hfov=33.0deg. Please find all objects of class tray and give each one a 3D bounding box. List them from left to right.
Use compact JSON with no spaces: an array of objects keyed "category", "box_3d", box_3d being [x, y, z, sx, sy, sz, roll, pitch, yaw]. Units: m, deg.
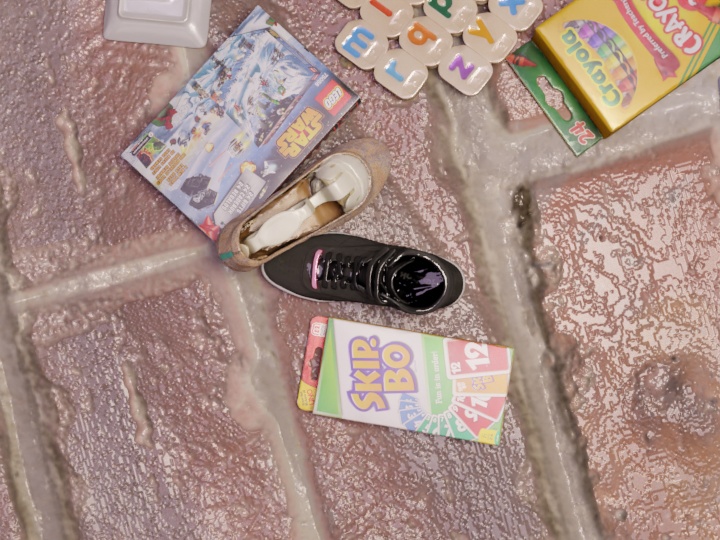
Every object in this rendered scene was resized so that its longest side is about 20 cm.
[{"category":"tray","box_3d":[-0.196,-0.325,1.206,0.107,0.022,0.200,6,88,2]}]

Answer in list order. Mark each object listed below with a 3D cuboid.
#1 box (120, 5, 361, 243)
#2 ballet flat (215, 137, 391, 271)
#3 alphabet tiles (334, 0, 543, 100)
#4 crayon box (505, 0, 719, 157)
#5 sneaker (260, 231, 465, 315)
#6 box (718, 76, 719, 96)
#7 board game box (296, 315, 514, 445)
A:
[{"category":"box","box_3d":[-0.115,-0.138,1.184,0.137,0.040,0.200,43,90,5]},{"category":"ballet flat","box_3d":[-0.044,-0.061,1.142,0.200,0.067,0.068,-38,98,-14]},{"category":"alphabet tiles","box_3d":[0.070,-0.269,1.190,0.196,0.015,0.200,37,89,9]},{"category":"crayon box","box_3d":[0.256,-0.217,1.165,0.200,0.051,0.127,-36,87,1]},{"category":"sneaker","box_3d":[0.000,0.000,1.142,0.200,0.099,0.071,7,89,4]},{"category":"box","box_3d":[0.450,-0.139,1.162,0.200,0.032,0.121,-3,87,3]},{"category":"board game box","box_3d":[0.042,0.105,1.173,0.200,0.030,0.096,9,87,5]}]
